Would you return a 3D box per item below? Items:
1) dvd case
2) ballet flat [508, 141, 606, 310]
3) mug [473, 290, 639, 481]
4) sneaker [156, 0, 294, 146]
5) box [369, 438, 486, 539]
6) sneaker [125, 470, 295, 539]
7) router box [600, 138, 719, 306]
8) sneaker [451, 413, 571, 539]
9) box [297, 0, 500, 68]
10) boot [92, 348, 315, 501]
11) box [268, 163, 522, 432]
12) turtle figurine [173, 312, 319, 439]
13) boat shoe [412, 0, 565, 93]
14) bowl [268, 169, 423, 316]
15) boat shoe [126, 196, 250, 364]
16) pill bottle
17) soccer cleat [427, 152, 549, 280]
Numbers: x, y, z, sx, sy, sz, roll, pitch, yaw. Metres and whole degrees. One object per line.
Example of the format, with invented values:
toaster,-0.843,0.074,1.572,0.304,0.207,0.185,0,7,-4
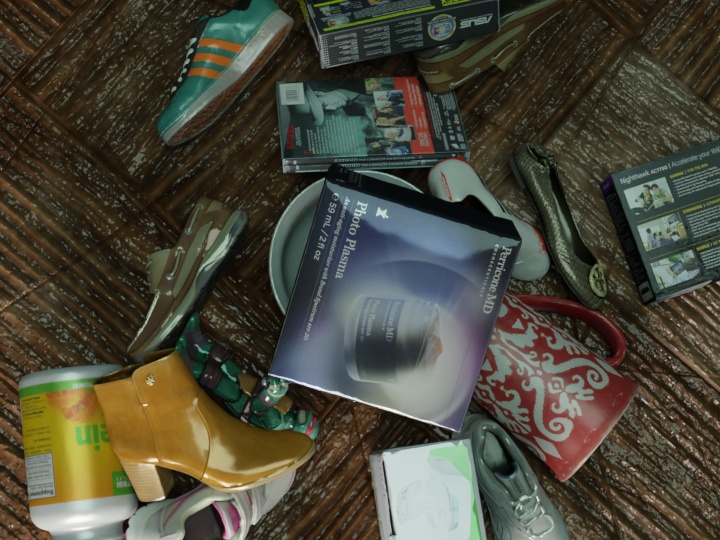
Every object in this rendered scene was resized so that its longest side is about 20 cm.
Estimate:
dvd case,0.010,-0.161,1.482,0.198,0.022,0.147,-2,42,-6
ballet flat,0.225,-0.052,1.503,0.046,0.067,0.201,-29,79,23
mug,0.183,0.102,1.467,0.199,0.177,0.134,38,118,6
sneaker,-0.165,-0.226,1.499,0.080,0.071,0.200,39,76,6
box,0.070,0.276,1.387,0.096,0.177,0.202,-8,82,-6
sneaker,-0.136,0.244,1.394,0.199,0.088,0.082,-33,109,-33
router box,0.388,-0.063,1.525,0.198,0.051,0.150,-17,82,-7
sneaker,0.164,0.243,1.445,0.074,0.087,0.201,-34,87,-10
box,0.035,-0.300,1.491,0.198,0.045,0.161,-13,44,-7
boot,-0.155,0.143,1.342,0.199,0.071,0.145,-13,108,7
box,0.033,0.025,1.333,0.197,0.123,0.202,16,101,-3
turtle figurine,-0.102,0.122,1.415,0.199,0.150,0.101,27,93,-5
boat shoe,0.143,-0.260,1.529,0.199,0.076,0.074,-27,126,-21
bowl,0.000,0.000,1.465,0.199,0.090,0.203,1,81,-5
boat shoe,-0.195,0.009,1.461,0.071,0.076,0.201,31,71,4
pill bottle,-0.286,0.203,1.401,0.110,0.111,0.202,-7,82,-6
soccer cleat,0.138,-0.040,1.450,0.068,0.086,0.200,-30,127,20
